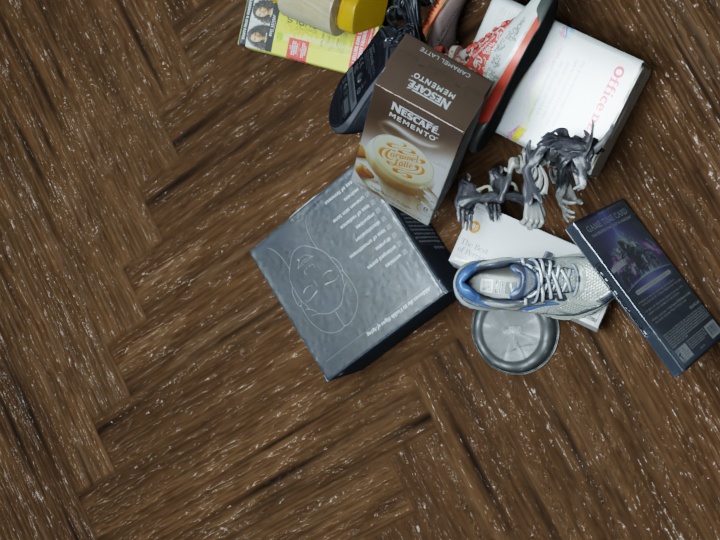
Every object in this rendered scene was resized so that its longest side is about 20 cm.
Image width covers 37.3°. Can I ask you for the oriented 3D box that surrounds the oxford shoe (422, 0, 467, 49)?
[{"bbox_3d":[0.102,-0.276,1.348,0.072,0.071,0.202,26,108,0],"label":"oxford shoe"}]

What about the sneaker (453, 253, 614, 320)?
[{"bbox_3d":[0.201,0.019,1.229,0.196,0.085,0.079,-4,84,13],"label":"sneaker"}]

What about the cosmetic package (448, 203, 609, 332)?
[{"bbox_3d":[0.213,-0.006,1.299,0.198,0.051,0.084,24,86,15],"label":"cosmetic package"}]

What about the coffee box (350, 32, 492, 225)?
[{"bbox_3d":[0.064,-0.154,1.205,0.113,0.201,0.080,29,63,7],"label":"coffee box"}]

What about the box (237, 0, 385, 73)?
[{"bbox_3d":[-0.062,-0.309,1.415,0.197,0.050,0.076,19,100,20],"label":"box"}]

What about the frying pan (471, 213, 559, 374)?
[{"bbox_3d":[0.203,0.039,1.336,0.113,0.031,0.193,21,103,19],"label":"frying pan"}]

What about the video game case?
[{"bbox_3d":[0.328,0.014,1.220,0.019,0.142,0.201,-44,76,37],"label":"video game case"}]

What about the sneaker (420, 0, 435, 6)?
[{"bbox_3d":[0.110,-0.421,1.311,0.084,0.078,0.203,18,88,16],"label":"sneaker"}]

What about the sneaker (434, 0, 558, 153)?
[{"bbox_3d":[0.139,-0.249,1.233,0.107,0.067,0.203,34,111,16],"label":"sneaker"}]

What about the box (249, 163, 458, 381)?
[{"bbox_3d":[0.000,0.000,1.365,0.199,0.124,0.198,-37,78,20],"label":"box"}]

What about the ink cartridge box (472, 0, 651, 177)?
[{"bbox_3d":[0.224,-0.220,1.280,0.198,0.085,0.149,30,106,17],"label":"ink cartridge box"}]

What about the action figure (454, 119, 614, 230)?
[{"bbox_3d":[0.205,-0.098,1.204,0.199,0.118,0.104,-22,79,48],"label":"action figure"}]

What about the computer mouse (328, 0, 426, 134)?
[{"bbox_3d":[0.029,-0.234,1.305,0.200,0.052,0.140,-44,40,45],"label":"computer mouse"}]

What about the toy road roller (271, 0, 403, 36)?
[{"bbox_3d":[-0.012,-0.386,1.313,0.122,0.200,0.148,25,124,20],"label":"toy road roller"}]
